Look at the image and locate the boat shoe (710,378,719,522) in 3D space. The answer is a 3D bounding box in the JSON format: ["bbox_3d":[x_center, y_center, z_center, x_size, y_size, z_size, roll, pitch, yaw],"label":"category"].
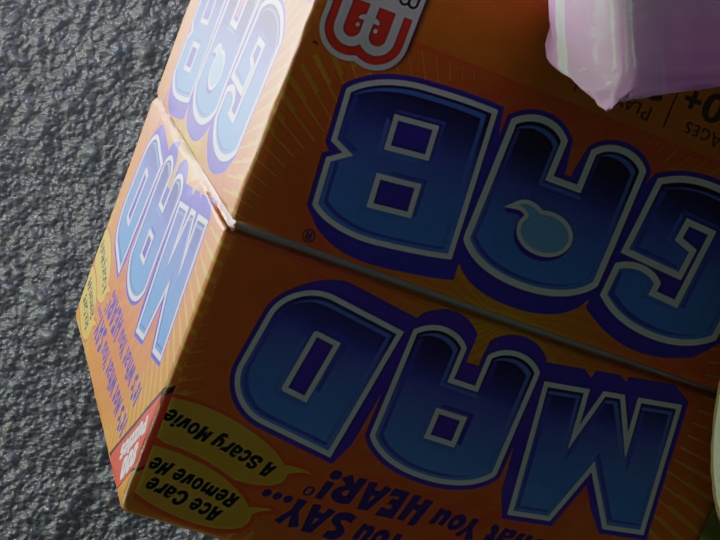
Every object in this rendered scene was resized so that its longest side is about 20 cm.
[{"bbox_3d":[0.161,0.102,0.635,0.065,0.071,0.202,22,117,59],"label":"boat shoe"}]

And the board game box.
[{"bbox_3d":[0.027,-0.012,0.710,0.200,0.198,0.201,-128,58,-69],"label":"board game box"}]

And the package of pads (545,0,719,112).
[{"bbox_3d":[0.110,-0.148,0.529,0.076,0.119,0.202,-115,18,-61],"label":"package of pads"}]

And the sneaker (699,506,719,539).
[{"bbox_3d":[0.124,0.058,0.798,0.077,0.075,0.201,94,164,-57],"label":"sneaker"}]
